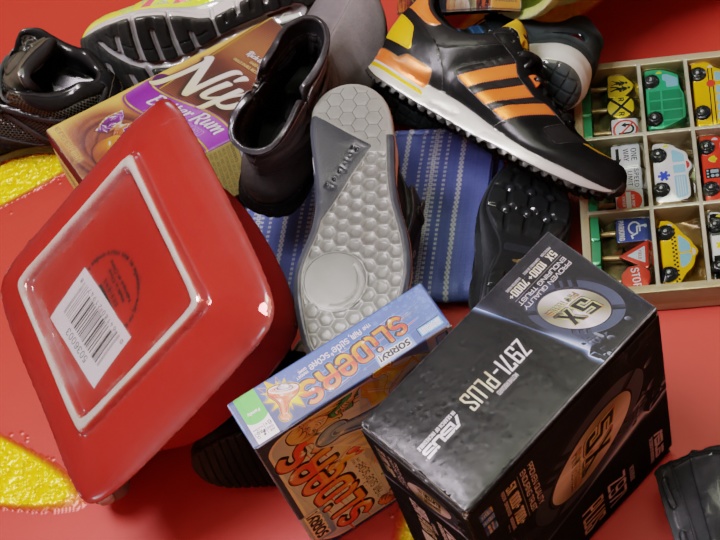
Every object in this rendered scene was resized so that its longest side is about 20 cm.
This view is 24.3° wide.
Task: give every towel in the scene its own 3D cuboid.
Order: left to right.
[{"bbox_3d":[0.004,-0.039,1.235,0.200,0.024,0.145,0,61,16],"label":"towel"}]

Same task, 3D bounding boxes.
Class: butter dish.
[{"bbox_3d":[-0.115,0.028,1.095,0.199,0.148,0.200,-45,55,22],"label":"butter dish"}]

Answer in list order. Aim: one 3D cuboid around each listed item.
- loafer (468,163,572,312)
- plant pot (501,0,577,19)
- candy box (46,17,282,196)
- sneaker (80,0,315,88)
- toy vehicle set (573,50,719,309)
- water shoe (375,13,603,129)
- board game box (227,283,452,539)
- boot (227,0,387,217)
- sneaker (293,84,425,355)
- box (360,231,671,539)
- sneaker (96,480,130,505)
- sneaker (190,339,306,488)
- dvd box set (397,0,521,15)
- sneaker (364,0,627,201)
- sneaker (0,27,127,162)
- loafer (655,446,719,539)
[{"bbox_3d":[0.105,0.003,1.153,0.068,0.070,0.201,13,45,-2],"label":"loafer"},{"bbox_3d":[0.202,-0.281,1.221,0.184,0.200,0.201,-1,54,-21],"label":"plant pot"},{"bbox_3d":[-0.121,-0.104,1.256,0.200,0.057,0.117,-28,44,-14],"label":"candy box"},{"bbox_3d":[-0.128,-0.208,1.342,0.200,0.078,0.090,-14,46,1],"label":"sneaker"},{"bbox_3d":[0.218,-0.065,1.189,0.124,0.027,0.200,-6,58,11],"label":"toy vehicle set"},{"bbox_3d":[0.086,-0.152,1.251,0.200,0.072,0.079,6,41,28],"label":"water shoe"},{"bbox_3d":[0.003,0.097,1.042,0.135,0.200,0.034,-32,63,-5],"label":"board game box"},{"bbox_3d":[-0.029,-0.141,1.151,0.070,0.132,0.200,17,68,6],"label":"boot"},{"bbox_3d":[0.002,-0.001,1.116,0.077,0.146,0.203,1,63,6],"label":"sneaker"},{"bbox_3d":[0.102,0.102,1.014,0.086,0.200,0.164,38,74,28],"label":"box"},{"bbox_3d":[-0.159,0.068,1.175,0.082,0.075,0.200,-4,58,14],"label":"sneaker"},{"bbox_3d":[-0.029,0.080,1.143,0.200,0.074,0.089,-23,51,-8],"label":"sneaker"},{"bbox_3d":[0.075,-0.290,1.238,0.029,0.200,0.146,-1,7,-27],"label":"dvd box set"},{"bbox_3d":[0.106,-0.124,1.151,0.200,0.070,0.090,30,93,12],"label":"sneaker"},{"bbox_3d":[-0.281,-0.137,1.309,0.199,0.114,0.076,-2,57,15],"label":"sneaker"},{"bbox_3d":[0.215,0.201,1.003,0.070,0.068,0.201,-15,53,22],"label":"loafer"}]
